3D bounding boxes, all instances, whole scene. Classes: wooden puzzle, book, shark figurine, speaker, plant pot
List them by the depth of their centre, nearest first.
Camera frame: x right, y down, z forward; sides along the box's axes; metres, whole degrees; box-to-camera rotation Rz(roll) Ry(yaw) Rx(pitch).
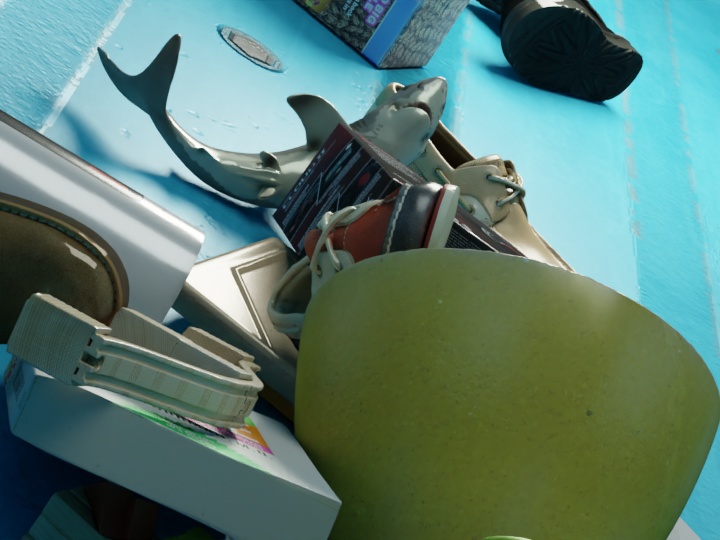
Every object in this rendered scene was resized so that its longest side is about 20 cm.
[{"bbox_3d":[-0.088,0.074,1.118,0.133,0.048,0.200,26,0,-10],"label":"book"},{"bbox_3d":[0.053,0.105,1.182,0.200,0.200,0.142,28,56,-18],"label":"plant pot"},{"bbox_3d":[-0.177,-0.033,1.270,0.200,0.081,0.081,31,19,-10],"label":"speaker"},{"bbox_3d":[-0.014,0.055,1.409,0.185,0.037,0.200,38,14,12],"label":"wooden puzzle"},{"bbox_3d":[-0.060,-0.070,1.604,0.214,0.129,0.089,7,2,-21],"label":"shark figurine"}]

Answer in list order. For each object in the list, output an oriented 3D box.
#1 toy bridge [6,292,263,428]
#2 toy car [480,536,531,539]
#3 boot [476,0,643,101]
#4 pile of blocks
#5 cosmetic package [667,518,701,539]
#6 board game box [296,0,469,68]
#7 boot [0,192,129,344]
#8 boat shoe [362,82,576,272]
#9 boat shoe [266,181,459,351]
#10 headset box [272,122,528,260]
[{"bbox_3d":[-0.076,0.042,1.082,0.067,0.027,0.200,27,2,17],"label":"toy bridge"},{"bbox_3d":[0.040,0.226,0.930,0.200,0.157,0.164,54,42,-25],"label":"toy car"},{"bbox_3d":[0.149,-0.233,2.303,0.158,0.079,0.211,53,14,27],"label":"boot"},{"bbox_3d":[-0.062,0.148,1.047,0.082,0.062,0.200,15,27,-45],"label":"pile of blocks"},{"bbox_3d":[0.105,0.112,1.369,0.200,0.051,0.083,46,15,-12],"label":"cosmetic package"},{"bbox_3d":[0.003,-0.282,2.058,0.200,0.160,0.097,41,19,15],"label":"board game box"},{"bbox_3d":[-0.198,0.006,1.096,0.199,0.074,0.076,8,27,12],"label":"boot"},{"bbox_3d":[0.076,-0.048,1.753,0.200,0.065,0.071,40,19,16],"label":"boat shoe"},{"bbox_3d":[0.000,0.000,1.267,0.062,0.071,0.200,25,-20,-3],"label":"boat shoe"},{"bbox_3d":[0.037,-0.003,1.499,0.148,0.075,0.200,35,5,-15],"label":"headset box"}]
